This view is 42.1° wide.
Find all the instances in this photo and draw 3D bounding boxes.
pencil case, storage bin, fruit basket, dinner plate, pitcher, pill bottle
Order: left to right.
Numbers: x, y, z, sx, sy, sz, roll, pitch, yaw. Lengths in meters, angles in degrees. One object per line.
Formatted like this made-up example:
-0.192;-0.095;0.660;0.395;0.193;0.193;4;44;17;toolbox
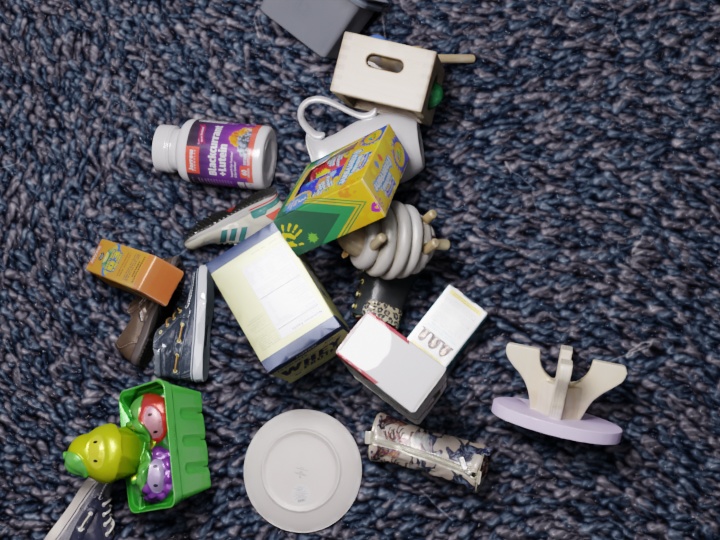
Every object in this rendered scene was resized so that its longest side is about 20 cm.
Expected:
-0.359;0.284;1.499;0.155;0.215;0.216;-20;74;42;fruit basket
-0.253;-0.204;1.627;0.199;0.111;0.112;6;80;8;pill bottle
-0.098;0.330;1.547;0.199;0.024;0.201;-1;80;7;dinner plate
-0.071;-0.474;1.657;0.200;0.145;0.134;40;113;12;storage bin
0.000;-0.220;1.578;0.199;0.121;0.172;-7;119;9;pitcher
0.106;0.290;1.495;0.199;0.089;0.078;16;82;11;pencil case

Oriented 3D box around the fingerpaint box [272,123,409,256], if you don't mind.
-0.027;-0.129;1.453;0.166;0.200;0.073;-22;114;27;fingerpaint box

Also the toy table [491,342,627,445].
0.313;0.187;1.458;0.199;0.184;0.118;10;97;0;toy table

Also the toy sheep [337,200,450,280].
0.055;-0.048;1.481;0.199;0.138;0.138;9;79;-21;toy sheep

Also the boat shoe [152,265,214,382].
-0.302;0.088;1.594;0.091;0.071;0.201;3;81;3;boat shoe

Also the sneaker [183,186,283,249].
-0.209;-0.063;1.614;0.199;0.070;0.094;-25;111;18;sneaker

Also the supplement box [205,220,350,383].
-0.122;0.056;1.513;0.134;0.200;0.200;-32;76;1;supplement box

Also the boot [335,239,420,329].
0.001;0.000;1.570;0.203;0.074;0.154;19;76;7;boot

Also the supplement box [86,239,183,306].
-0.382;0.002;1.572;0.200;0.069;0.067;13;73;50;supplement box

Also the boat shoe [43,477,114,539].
-0.433;0.400;1.558;0.093;0.075;0.200;35;87;-1;boat shoe

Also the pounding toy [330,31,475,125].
0.077;-0.335;1.589;0.199;0.184;0.143;15;93;10;pounding toy

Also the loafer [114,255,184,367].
-0.367;0.062;1.607;0.071;0.073;0.201;21;81;11;loafer

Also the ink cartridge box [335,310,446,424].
0.052;0.152;1.422;0.147;0.200;0.083;37;82;12;ink cartridge box

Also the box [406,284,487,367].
0.118;0.127;1.546;0.082;0.049;0.200;38;85;13;box
